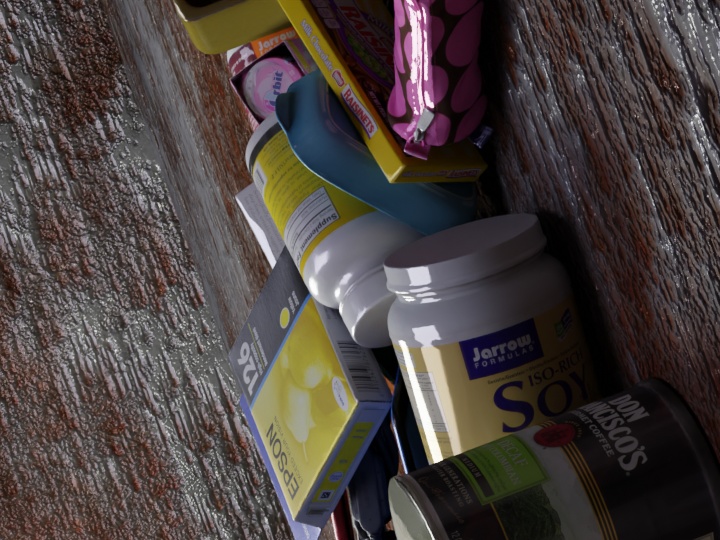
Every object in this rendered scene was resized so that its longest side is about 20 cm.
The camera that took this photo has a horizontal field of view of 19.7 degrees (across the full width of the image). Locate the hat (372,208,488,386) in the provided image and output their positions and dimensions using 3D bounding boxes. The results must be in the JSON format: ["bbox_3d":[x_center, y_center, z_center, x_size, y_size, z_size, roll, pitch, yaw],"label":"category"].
[{"bbox_3d":[0.088,0.016,1.851,0.165,0.176,0.200,39,-165,-22],"label":"hat"}]

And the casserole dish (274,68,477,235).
[{"bbox_3d":[0.023,-0.097,1.664,0.039,0.199,0.122,-46,28,31],"label":"casserole dish"}]

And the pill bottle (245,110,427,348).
[{"bbox_3d":[-0.010,-0.039,1.700,0.112,0.111,0.201,90,157,-58],"label":"pill bottle"}]

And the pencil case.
[{"bbox_3d":[0.054,-0.178,1.528,0.090,0.094,0.201,21,147,21],"label":"pencil case"}]

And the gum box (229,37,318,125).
[{"bbox_3d":[-0.022,-0.108,1.852,0.201,0.066,0.113,56,-163,1],"label":"gum box"}]

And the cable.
[{"bbox_3d":[0.006,0.149,1.799,0.163,0.050,0.202,154,106,-89],"label":"cable"}]

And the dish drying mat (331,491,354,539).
[{"bbox_3d":[-0.015,0.220,1.825,0.077,0.018,0.201,-102,1,-78],"label":"dish drying mat"}]

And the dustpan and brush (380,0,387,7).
[{"bbox_3d":[0.017,-0.173,1.833,0.200,0.057,0.141,-176,79,-71],"label":"dustpan and brush"}]

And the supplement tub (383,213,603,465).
[{"bbox_3d":[0.103,0.071,1.562,0.145,0.145,0.201,-153,45,-74],"label":"supplement tub"}]

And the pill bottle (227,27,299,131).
[{"bbox_3d":[-0.062,-0.185,2.008,0.114,0.113,0.201,120,129,-75],"label":"pill bottle"}]

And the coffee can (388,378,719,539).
[{"bbox_3d":[0.137,0.177,1.431,0.146,0.199,0.147,160,90,-78],"label":"coffee can"}]

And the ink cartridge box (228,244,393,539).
[{"bbox_3d":[-0.055,0.110,1.760,0.201,0.047,0.198,-61,38,33],"label":"ink cartridge box"}]

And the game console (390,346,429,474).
[{"bbox_3d":[0.097,0.153,1.687,0.118,0.170,0.201,30,139,61],"label":"game console"}]

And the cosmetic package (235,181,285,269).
[{"bbox_3d":[-0.028,-0.040,1.941,0.102,0.074,0.200,62,-159,15],"label":"cosmetic package"}]

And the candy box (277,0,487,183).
[{"bbox_3d":[0.016,-0.153,1.659,0.026,0.102,0.201,-47,61,32],"label":"candy box"}]

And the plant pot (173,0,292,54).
[{"bbox_3d":[-0.089,-0.295,1.794,0.200,0.193,0.197,90,159,-75],"label":"plant pot"}]
